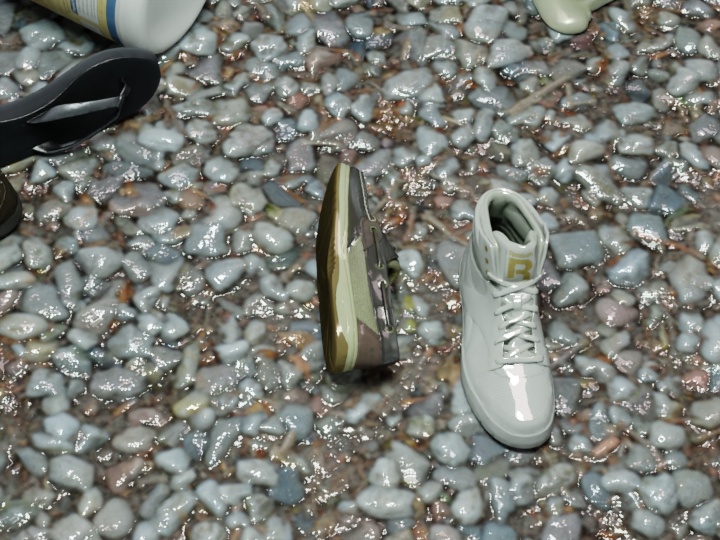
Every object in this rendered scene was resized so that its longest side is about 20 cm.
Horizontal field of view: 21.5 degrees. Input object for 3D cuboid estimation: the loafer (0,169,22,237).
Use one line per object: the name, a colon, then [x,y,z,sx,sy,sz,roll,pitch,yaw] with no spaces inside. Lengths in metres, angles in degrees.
loafer: [-0.372,-0.035,1.554,0.199,0.072,0.073,-34,61,-26]

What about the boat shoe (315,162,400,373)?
boat shoe: [0.000,0.000,1.556,0.064,0.073,0.202,7,55,-12]

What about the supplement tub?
supplement tub: [-0.243,-0.298,1.720,0.199,0.145,0.145,27,55,17]

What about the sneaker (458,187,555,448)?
sneaker: [0.117,0.031,1.504,0.073,0.116,0.202,-5,54,-9]

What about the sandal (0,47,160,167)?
sandal: [-0.259,-0.128,1.637,0.199,0.076,0.043,-27,55,-10]

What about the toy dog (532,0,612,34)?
toy dog: [0.218,-0.359,1.759,0.138,0.201,0.195,-17,55,-17]
